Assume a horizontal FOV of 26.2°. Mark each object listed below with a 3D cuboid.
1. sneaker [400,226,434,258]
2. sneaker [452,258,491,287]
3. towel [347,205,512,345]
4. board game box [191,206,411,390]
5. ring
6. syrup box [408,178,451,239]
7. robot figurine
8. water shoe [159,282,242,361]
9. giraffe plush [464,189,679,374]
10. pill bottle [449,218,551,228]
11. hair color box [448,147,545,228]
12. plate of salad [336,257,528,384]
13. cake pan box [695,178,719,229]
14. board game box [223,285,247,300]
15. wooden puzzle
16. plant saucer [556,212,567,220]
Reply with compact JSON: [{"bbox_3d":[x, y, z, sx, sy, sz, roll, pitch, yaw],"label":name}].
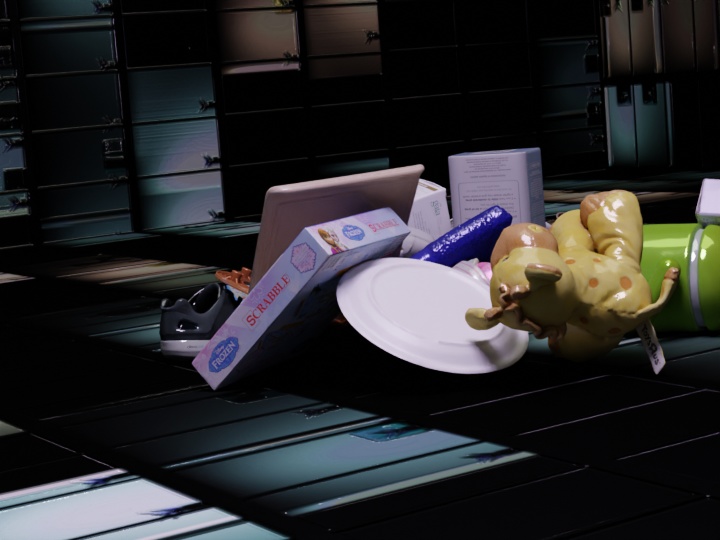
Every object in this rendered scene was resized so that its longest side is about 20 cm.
[{"bbox_3d":[0.000,0.000,1.823,0.197,0.073,0.085,-4,47,-14],"label":"sneaker"},{"bbox_3d":[0.107,0.030,1.656,0.199,0.089,0.081,-13,47,-46],"label":"sneaker"},{"bbox_3d":[0.079,0.010,1.723,0.199,0.050,0.148,-32,-11,-11],"label":"towel"},{"bbox_3d":[-0.059,0.026,1.609,0.200,0.041,0.200,-49,-14,23],"label":"board game box"},{"bbox_3d":[-0.078,0.032,1.841,0.198,0.019,0.200,20,3,-1],"label":"ring"},{"bbox_3d":[0.012,-0.044,1.923,0.198,0.080,0.081,-20,21,-22],"label":"syrup box"},{"bbox_3d":[0.333,0.008,1.673,0.198,0.117,0.175,-1,-1,26],"label":"robot figurine"},{"bbox_3d":[-0.152,0.052,1.804,0.071,0.080,0.199,1,8,37],"label":"water shoe"},{"bbox_3d":[0.186,0.015,1.476,0.160,0.174,0.201,7,32,-27],"label":"giraffe plush"},{"bbox_3d":[0.159,-0.013,1.984,0.113,0.115,0.199,-9,8,-34],"label":"pill bottle"},{"bbox_3d":[0.166,-0.040,1.833,0.098,0.203,0.061,-2,7,25],"label":"hair color box"},{"bbox_3d":[0.070,0.050,1.539,0.198,0.048,0.201,13,30,-7],"label":"plate of salad"},{"bbox_3d":[0.473,-0.031,1.706,0.182,0.053,0.200,3,-26,23],"label":"cake pan box"},{"bbox_3d":[-0.110,0.041,2.066,0.133,0.035,0.200,-6,7,-8],"label":"board game box"},{"bbox_3d":[-0.033,-0.036,1.687,0.183,0.201,0.037,-10,50,-26],"label":"wooden puzzle"},{"bbox_3d":[0.324,-0.011,1.902,0.198,0.035,0.200,23,14,-6],"label":"plant saucer"}]
